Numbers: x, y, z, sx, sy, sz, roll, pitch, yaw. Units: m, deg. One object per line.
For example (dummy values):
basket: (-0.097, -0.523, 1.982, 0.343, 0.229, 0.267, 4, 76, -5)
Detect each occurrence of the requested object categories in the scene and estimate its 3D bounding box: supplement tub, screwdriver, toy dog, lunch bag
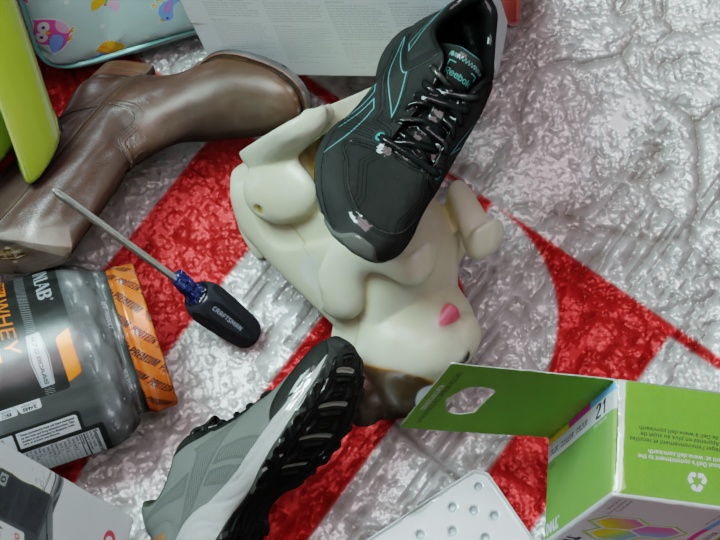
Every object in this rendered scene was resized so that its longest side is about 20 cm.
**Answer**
supplement tub: (-0.224, 0.071, 1.405, 0.199, 0.123, 0.123, -19, 71, -6)
screwdriver: (-0.126, -0.005, 1.403, 0.029, 0.200, 0.028, -28, 47, 16)
toy dog: (0.000, 0.000, 1.409, 0.139, 0.193, 0.201, -25, 86, -52)
lunch bag: (-0.149, -0.224, 1.491, 0.199, 0.161, 0.077, -16, 48, -4)

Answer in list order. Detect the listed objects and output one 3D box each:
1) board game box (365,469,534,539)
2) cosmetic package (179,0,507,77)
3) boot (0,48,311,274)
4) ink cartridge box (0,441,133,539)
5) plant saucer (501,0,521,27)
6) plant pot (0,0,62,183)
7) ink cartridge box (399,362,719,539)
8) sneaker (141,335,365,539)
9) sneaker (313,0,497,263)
board game box: (0.050, 0.259, 1.384, 0.199, 0.026, 0.200, -32, 73, -10)
cosmetic package: (-0.018, -0.186, 1.408, 0.199, 0.151, 0.052, 3, 62, 18)
boot: (-0.149, -0.063, 1.421, 0.185, 0.064, 0.200, 0, 36, 33)
ink cartridge box: (-0.236, 0.178, 1.295, 0.083, 0.200, 0.146, -3, 64, 33)
plant saucer: (0.022, -0.267, 1.497, 0.199, 0.037, 0.201, 27, 44, -24)
plant pot: (-0.304, -0.140, 1.407, 0.181, 0.200, 0.200, -20, 28, -9)
ink cartridge box: (0.133, 0.119, 1.348, 0.199, 0.148, 0.076, 7, 70, -10)
sneaker: (-0.073, 0.112, 1.377, 0.200, 0.074, 0.079, -51, 63, 22)
sneaker: (0.030, -0.092, 1.311, 0.075, 0.079, 0.201, 32, 49, -15)
